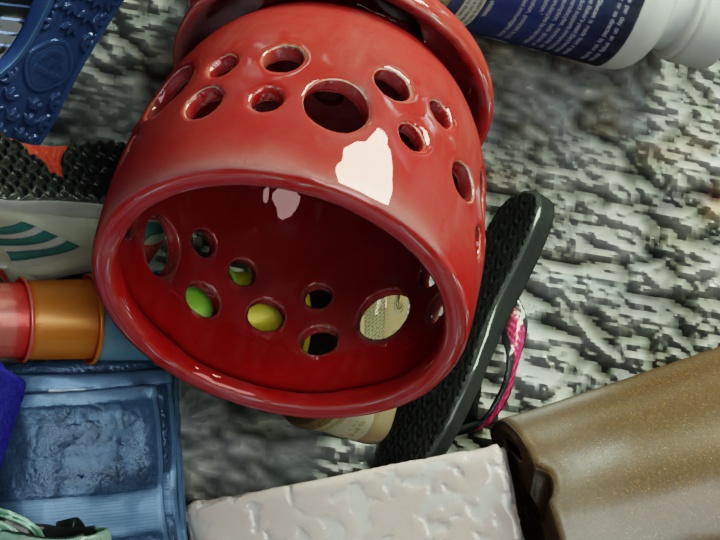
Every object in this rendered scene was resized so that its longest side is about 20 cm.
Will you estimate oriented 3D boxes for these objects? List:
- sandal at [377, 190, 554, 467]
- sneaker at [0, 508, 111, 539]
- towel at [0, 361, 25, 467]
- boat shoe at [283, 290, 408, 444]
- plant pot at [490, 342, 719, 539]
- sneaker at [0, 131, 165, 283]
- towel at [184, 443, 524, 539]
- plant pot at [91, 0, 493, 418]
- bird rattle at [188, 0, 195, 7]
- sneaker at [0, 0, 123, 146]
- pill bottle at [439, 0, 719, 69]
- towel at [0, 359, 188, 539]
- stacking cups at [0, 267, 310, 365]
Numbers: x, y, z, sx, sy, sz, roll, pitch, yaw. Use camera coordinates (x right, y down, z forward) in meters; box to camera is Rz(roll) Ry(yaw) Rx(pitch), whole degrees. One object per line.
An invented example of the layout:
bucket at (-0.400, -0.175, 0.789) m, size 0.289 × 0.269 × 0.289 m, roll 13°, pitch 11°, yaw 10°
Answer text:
sandal at (0.072, 0.047, 1.683) m, size 0.045 × 0.075 × 0.200 m, roll 35°, pitch 71°, yaw -24°
sneaker at (-0.217, 0.188, 1.540) m, size 0.200 × 0.074 × 0.119 m, roll -9°, pitch 92°, yaw 3°
towel at (-0.257, 0.114, 1.464) m, size 0.147 × 0.050 × 0.201 m, roll 26°, pitch 69°, yaw -25°
boat shoe at (0.000, 0.000, 1.667) m, size 0.064 × 0.071 × 0.201 m, roll 20°, pitch 73°, yaw -36°
plant pot at (0.186, 0.136, 1.657) m, size 0.198 × 0.200 × 0.201 m, roll -12°, pitch 88°, yaw -11°
sneaker at (-0.195, -0.026, 1.577) m, size 0.199 × 0.094 × 0.070 m, roll 7°, pitch 38°, yaw -33°
towel at (0.011, 0.210, 1.624) m, size 0.190 × 0.032 × 0.201 m, roll -12°, pitch 88°, yaw 7°
plant pot at (-0.024, -0.049, 1.523) m, size 0.200 × 0.200 × 0.183 m, roll 29°, pitch 49°, yaw -14°
bird rattle at (-0.039, -0.169, 1.593) m, size 0.113 × 0.163 × 0.200 m, roll -48°, pitch 144°, yaw -26°
sneaker at (-0.200, -0.125, 1.611) m, size 0.200 × 0.078 × 0.070 m, roll -53°, pitch 137°, yaw 2°
pill bottle at (0.123, -0.181, 1.702) m, size 0.199 × 0.111 × 0.111 m, roll 13°, pitch 80°, yaw -17°
towel at (-0.150, 0.149, 1.604) m, size 0.111 × 0.049 × 0.201 m, roll -2°, pitch 85°, yaw -19°
stacking cups at (-0.128, 0.031, 1.590) m, size 0.199 × 0.060 × 0.061 m, roll -3°, pitch 85°, yaw -22°
